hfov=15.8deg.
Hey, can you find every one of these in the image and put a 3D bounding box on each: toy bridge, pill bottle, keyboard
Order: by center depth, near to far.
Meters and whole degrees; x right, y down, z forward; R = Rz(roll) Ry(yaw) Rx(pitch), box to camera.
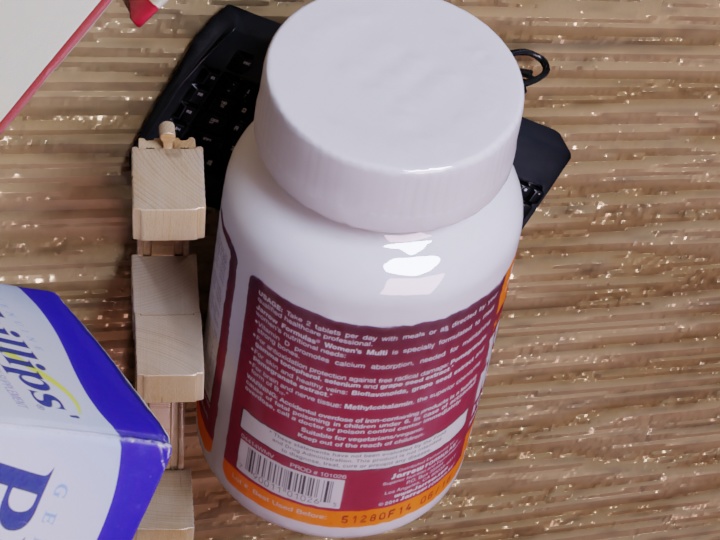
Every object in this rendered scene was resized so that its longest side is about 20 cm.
[{"bbox_3d":[0.000,0.000,0.954,0.109,0.110,0.200,-20,145,-25],"label":"pill bottle"},{"bbox_3d":[-0.073,0.019,0.967,0.027,0.067,0.200,0,136,-6],"label":"toy bridge"},{"bbox_3d":[0.011,-0.050,1.009,0.200,0.040,0.104,16,110,-44],"label":"keyboard"}]

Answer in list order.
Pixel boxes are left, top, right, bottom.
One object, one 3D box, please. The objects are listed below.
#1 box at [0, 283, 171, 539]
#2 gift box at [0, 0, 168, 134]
[{"bbox_3d":[-0.197,0.099,0.907,0.200,0.105,0.184,9,114,-41],"label":"box"},{"bbox_3d":[-0.115,-0.171,0.725,0.200,0.185,0.187,-45,134,7],"label":"gift box"}]
